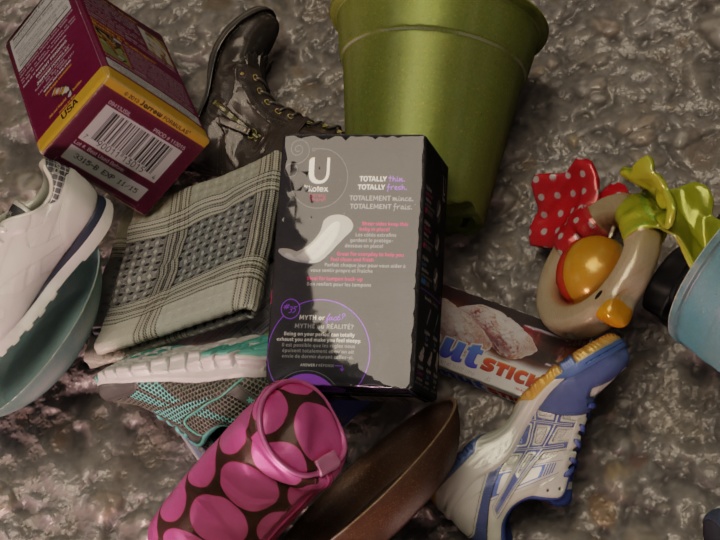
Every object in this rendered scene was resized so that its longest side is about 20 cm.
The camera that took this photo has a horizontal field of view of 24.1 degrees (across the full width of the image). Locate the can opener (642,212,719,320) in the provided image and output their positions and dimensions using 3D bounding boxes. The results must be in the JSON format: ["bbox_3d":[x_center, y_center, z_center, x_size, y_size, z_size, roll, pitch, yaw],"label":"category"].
[{"bbox_3d":[0.314,-0.036,1.408,0.078,0.063,0.200,31,73,31],"label":"can opener"}]

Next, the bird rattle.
[{"bbox_3d":[0.192,-0.021,1.377,0.199,0.113,0.164,0,57,53],"label":"bird rattle"}]

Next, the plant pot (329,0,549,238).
[{"bbox_3d":[0.059,-0.133,1.494,0.199,0.200,0.191,1,73,18],"label":"plant pot"}]

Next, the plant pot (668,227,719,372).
[{"bbox_3d":[0.370,0.039,1.274,0.200,0.200,0.188,-40,63,-9],"label":"plant pot"}]

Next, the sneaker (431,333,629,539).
[{"bbox_3d":[0.151,0.139,1.341,0.200,0.075,0.088,-45,76,10],"label":"sneaker"}]

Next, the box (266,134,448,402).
[{"bbox_3d":[0.000,0.000,1.351,0.121,0.106,0.202,2,81,13],"label":"box"}]

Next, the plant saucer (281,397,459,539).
[{"bbox_3d":[0.011,0.179,1.322,0.200,0.200,0.037,-43,94,-10],"label":"plant saucer"}]

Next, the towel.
[{"bbox_3d":[-0.160,-0.013,1.510,0.199,0.035,0.193,-19,43,29],"label":"towel"}]

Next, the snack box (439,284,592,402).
[{"bbox_3d":[0.096,0.060,1.441,0.199,0.024,0.072,20,70,27],"label":"snack box"}]

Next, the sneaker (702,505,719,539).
[{"bbox_3d":[0.238,0.265,1.215,0.145,0.077,0.203,-3,56,-9],"label":"sneaker"}]

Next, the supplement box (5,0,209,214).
[{"bbox_3d":[-0.241,-0.169,1.588,0.103,0.131,0.200,-46,39,16],"label":"supplement box"}]

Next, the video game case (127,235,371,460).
[{"bbox_3d":[-0.078,0.076,1.460,0.200,0.045,0.181,-41,54,1],"label":"video game case"}]

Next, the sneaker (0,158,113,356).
[{"bbox_3d":[-0.308,-0.004,1.501,0.201,0.080,0.076,-54,30,-6],"label":"sneaker"}]

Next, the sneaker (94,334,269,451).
[{"bbox_3d":[-0.143,0.109,1.404,0.199,0.077,0.092,-7,97,41],"label":"sneaker"}]

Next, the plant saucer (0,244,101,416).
[{"bbox_3d":[-0.289,0.061,1.520,0.201,0.039,0.202,-36,31,26],"label":"plant saucer"}]

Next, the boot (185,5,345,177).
[{"bbox_3d":[-0.075,-0.144,1.602,0.173,0.069,0.201,21,78,27],"label":"boot"}]

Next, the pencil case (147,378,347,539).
[{"bbox_3d":[-0.086,0.174,1.319,0.090,0.200,0.094,-10,59,-41],"label":"pencil case"}]
